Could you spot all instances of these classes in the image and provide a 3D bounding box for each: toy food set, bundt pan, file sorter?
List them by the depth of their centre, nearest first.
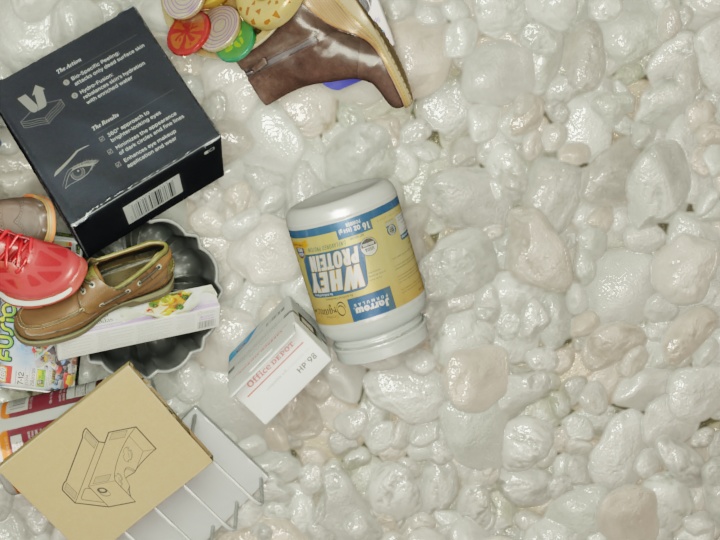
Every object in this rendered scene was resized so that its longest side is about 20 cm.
[{"bbox_3d":[-0.160,-0.343,1.356,0.197,0.049,0.202,-33,72,18],"label":"toy food set"},{"bbox_3d":[-0.275,0.028,1.424,0.199,0.076,0.205,-4,101,-21],"label":"bundt pan"},{"bbox_3d":[-0.234,0.306,1.470,0.200,0.125,0.139,-45,101,4],"label":"file sorter"}]

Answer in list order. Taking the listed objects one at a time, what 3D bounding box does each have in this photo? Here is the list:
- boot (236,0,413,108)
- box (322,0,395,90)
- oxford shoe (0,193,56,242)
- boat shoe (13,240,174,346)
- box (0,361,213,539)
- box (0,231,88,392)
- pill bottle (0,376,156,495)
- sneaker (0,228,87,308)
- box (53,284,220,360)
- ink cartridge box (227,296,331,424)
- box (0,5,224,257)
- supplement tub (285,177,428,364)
[{"bbox_3d":[-0.047,-0.248,1.392,0.165,0.072,0.201,-33,103,14],"label":"boot"},{"bbox_3d":[-0.038,-0.330,1.420,0.118,0.042,0.202,-22,104,-1],"label":"box"},{"bbox_3d":[-0.429,-0.050,1.352,0.072,0.198,0.072,-5,89,-48],"label":"oxford shoe"},{"bbox_3d":[-0.308,0.017,1.319,0.198,0.068,0.072,-27,60,-25],"label":"boat shoe"},{"bbox_3d":[-0.300,0.228,1.366,0.199,0.021,0.164,-38,109,3],"label":"box"},{"bbox_3d":[-0.404,0.052,1.452,0.108,0.035,0.203,6,99,-8],"label":"box"},{"bbox_3d":[-0.346,0.200,1.422,0.197,0.114,0.116,-12,101,-6],"label":"pill bottle"},{"bbox_3d":[-0.407,-0.022,1.264,0.197,0.116,0.079,3,60,19],"label":"sneaker"},{"bbox_3d":[-0.265,0.060,1.365,0.197,0.039,0.042,-12,139,-19],"label":"box"},{"bbox_3d":[-0.101,0.112,1.409,0.116,0.200,0.067,-44,102,4],"label":"ink cartridge box"},{"bbox_3d":[-0.290,-0.160,1.332,0.195,0.118,0.201,-32,77,-13],"label":"box"},{"bbox_3d":[0.000,0.000,1.427,0.143,0.145,0.203,-18,101,-2],"label":"supplement tub"}]
